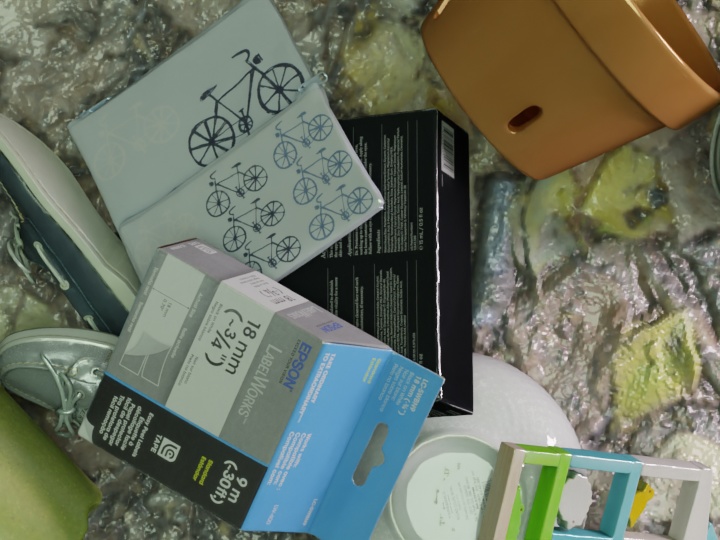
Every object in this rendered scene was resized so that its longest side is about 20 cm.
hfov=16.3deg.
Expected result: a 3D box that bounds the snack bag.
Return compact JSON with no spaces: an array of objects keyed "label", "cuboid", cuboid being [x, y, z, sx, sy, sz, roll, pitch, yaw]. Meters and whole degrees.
[{"label":"snack bag","cuboid":[-0.096,-0.074,1.725,0.188,0.021,0.200,-34,66,18]}]

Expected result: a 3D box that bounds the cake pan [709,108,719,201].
[{"label":"cake pan","cuboid":[0.331,-0.103,1.719,0.200,0.200,0.037,-39,47,-1]}]

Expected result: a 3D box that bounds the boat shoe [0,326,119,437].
[{"label":"boat shoe","cuboid":[-0.160,0.098,1.752,0.202,0.074,0.065,22,53,-7]}]

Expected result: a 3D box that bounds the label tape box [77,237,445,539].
[{"label":"label tape box","cuboid":[-0.067,0.088,1.654,0.200,0.063,0.144,28,105,16]}]

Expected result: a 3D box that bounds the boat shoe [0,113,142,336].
[{"label":"boat shoe","cuboid":[-0.209,-0.021,1.758,0.062,0.075,0.200,-36,105,20]}]

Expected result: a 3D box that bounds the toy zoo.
[{"label":"toy zoo","cuboid":[0.170,0.191,1.743,0.200,0.020,0.131,9,99,-30]}]

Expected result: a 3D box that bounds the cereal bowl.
[{"label":"cereal bowl","cuboid":[0.063,0.157,1.758,0.200,0.083,0.200,0,89,0]}]

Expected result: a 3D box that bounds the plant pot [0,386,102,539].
[{"label":"plant pot","cuboid":[-0.285,0.147,1.712,0.184,0.200,0.200,41,89,-12]}]

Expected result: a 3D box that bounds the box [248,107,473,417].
[{"label":"box","cuboid":[0.000,0.000,1.721,0.141,0.079,0.200,-4,78,19]}]

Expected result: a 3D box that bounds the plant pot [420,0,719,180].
[{"label":"plant pot","cuboid":[0.136,-0.157,1.717,0.140,0.200,0.200,-37,90,17]}]
